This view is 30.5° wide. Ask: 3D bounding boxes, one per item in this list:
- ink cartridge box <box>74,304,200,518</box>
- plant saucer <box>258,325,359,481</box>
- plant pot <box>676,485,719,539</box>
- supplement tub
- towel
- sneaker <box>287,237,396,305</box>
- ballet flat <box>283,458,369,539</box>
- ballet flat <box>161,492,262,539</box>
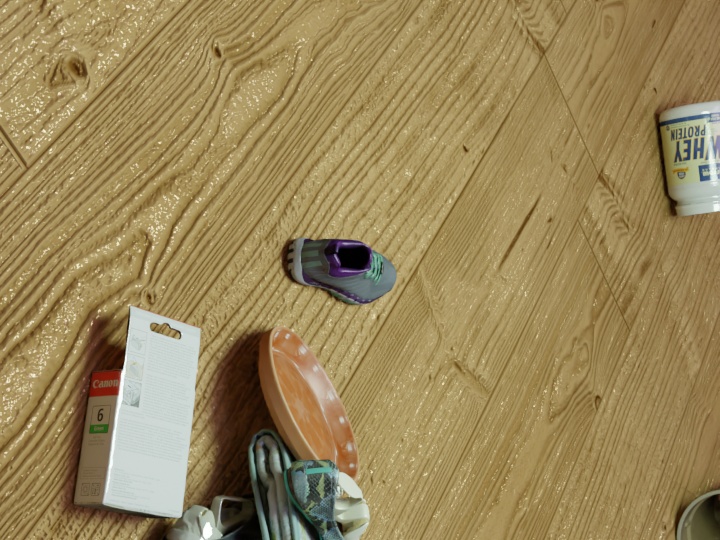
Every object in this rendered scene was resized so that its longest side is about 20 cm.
[{"bbox_3d":[-0.227,0.147,1.358,0.108,0.050,0.203,23,65,-48],"label":"ink cartridge box"},{"bbox_3d":[-0.063,0.160,1.522,0.201,0.032,0.201,58,13,-21],"label":"plant saucer"},{"bbox_3d":[0.699,0.472,2.428,0.183,0.198,0.203,-22,102,-63],"label":"plant pot"},{"bbox_3d":[0.644,-0.209,2.478,0.144,0.144,0.203,-8,91,-52],"label":"supplement tub"},{"bbox_3d":[-0.072,0.300,1.461,0.172,0.048,0.202,68,9,-49],"label":"towel"},{"bbox_3d":[0.000,0.000,1.646,0.199,0.087,0.076,9,77,-51],"label":"sneaker"},{"bbox_3d":[-0.024,0.265,1.445,0.201,0.073,0.075,65,36,-56],"label":"ballet flat"},{"bbox_3d":[-0.162,0.278,1.405,0.199,0.072,0.074,-9,92,-59],"label":"ballet flat"}]
